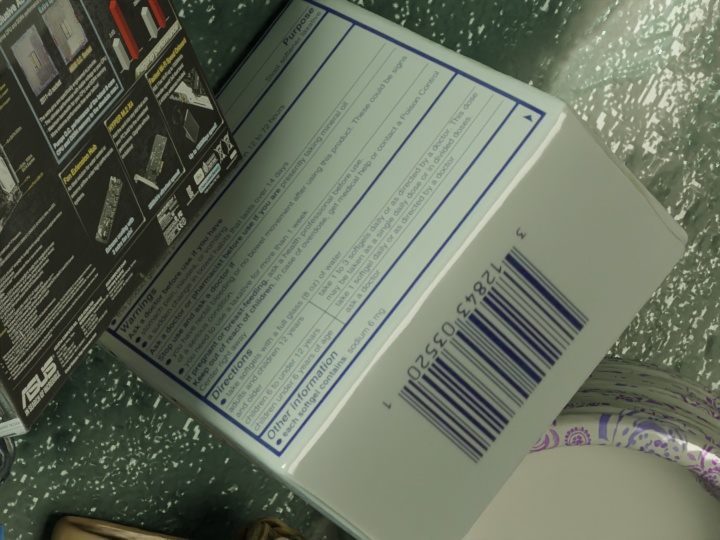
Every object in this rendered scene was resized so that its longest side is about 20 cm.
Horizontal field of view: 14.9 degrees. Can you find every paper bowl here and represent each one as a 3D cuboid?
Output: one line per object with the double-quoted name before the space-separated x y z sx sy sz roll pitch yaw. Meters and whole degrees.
"paper bowl" 0.110 0.133 1.316 0.200 0.104 0.201 1 116 3

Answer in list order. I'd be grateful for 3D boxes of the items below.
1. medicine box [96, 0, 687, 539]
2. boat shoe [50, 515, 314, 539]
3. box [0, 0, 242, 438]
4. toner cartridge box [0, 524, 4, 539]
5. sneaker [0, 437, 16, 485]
"medicine box" 0.000 0.000 1.146 0.182 0.200 0.103 -52 128 -6
"boat shoe" -0.043 0.147 1.235 0.200 0.071 0.065 6 98 -14
"box" -0.132 -0.055 1.043 0.158 0.050 0.200 66 34 -25
"toner cartridge box" -0.225 0.120 1.008 0.200 0.095 0.043 9 72 -60
"sneaker" -0.179 0.086 1.116 0.074 0.081 0.200 -39 139 -30
